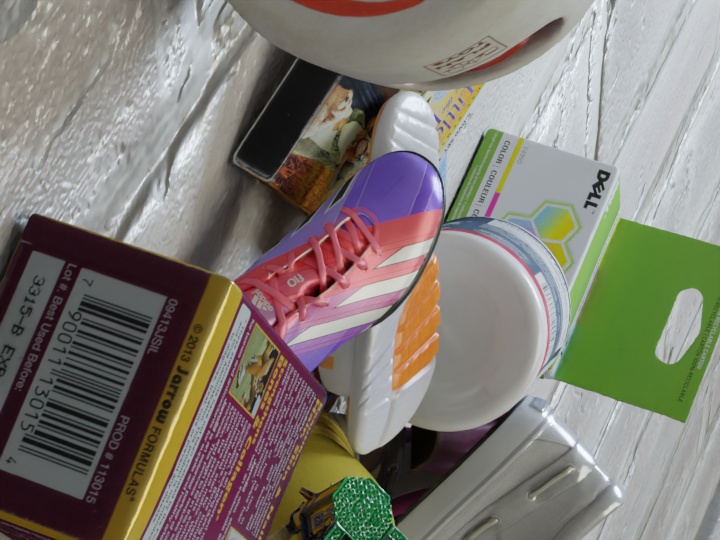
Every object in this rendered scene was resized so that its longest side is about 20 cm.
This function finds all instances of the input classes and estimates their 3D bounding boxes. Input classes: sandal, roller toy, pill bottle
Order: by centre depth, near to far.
[{"bbox_3d":[0.022,-0.174,1.077,0.183,0.200,0.140,-67,164,6],"label":"roller toy"},{"bbox_3d":[0.004,-0.002,1.340,0.079,0.059,0.207,-20,118,-56],"label":"sandal"},{"bbox_3d":[0.068,0.027,1.494,0.200,0.120,0.120,-24,130,-77],"label":"pill bottle"}]

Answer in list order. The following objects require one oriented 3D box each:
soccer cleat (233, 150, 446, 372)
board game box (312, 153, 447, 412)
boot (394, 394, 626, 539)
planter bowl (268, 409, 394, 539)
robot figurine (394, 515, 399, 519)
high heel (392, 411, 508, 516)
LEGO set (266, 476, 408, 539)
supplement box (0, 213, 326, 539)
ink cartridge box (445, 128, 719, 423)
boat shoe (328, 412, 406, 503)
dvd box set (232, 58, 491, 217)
[{"bbox_3d":[-0.032,0.013,1.240,0.200,0.068,0.073,-46,160,-4],"label":"soccer cleat"},{"bbox_3d":[0.009,-0.004,1.522,0.103,0.019,0.200,90,24,-45],"label":"board game box"},{"bbox_3d":[0.067,0.174,1.443,0.200,0.096,0.074,-45,178,12],"label":"boot"},{"bbox_3d":[-0.036,0.161,1.337,0.200,0.083,0.201,-22,116,-53],"label":"planter bowl"},{"bbox_3d":[0.038,0.229,1.665,0.200,0.125,0.150,-70,167,16],"label":"robot figurine"},{"bbox_3d":[0.055,0.133,1.566,0.200,0.096,0.067,155,-58,-67],"label":"high heel"},{"bbox_3d":[-0.030,0.214,1.228,0.116,0.154,0.200,-35,-159,50],"label":"LEGO set"},{"bbox_3d":[-0.102,0.074,1.090,0.200,0.103,0.131,59,51,-68],"label":"supplement box"},{"bbox_3d":[0.160,0.002,1.700,0.076,0.200,0.148,75,36,-62],"label":"ink cartridge box"},{"bbox_3d":[-0.009,0.170,1.520,0.072,0.065,0.200,-116,-153,-49],"label":"boat shoe"},{"bbox_3d":[0.009,-0.090,1.334,0.146,0.029,0.200,-56,160,-2],"label":"dvd box set"}]
